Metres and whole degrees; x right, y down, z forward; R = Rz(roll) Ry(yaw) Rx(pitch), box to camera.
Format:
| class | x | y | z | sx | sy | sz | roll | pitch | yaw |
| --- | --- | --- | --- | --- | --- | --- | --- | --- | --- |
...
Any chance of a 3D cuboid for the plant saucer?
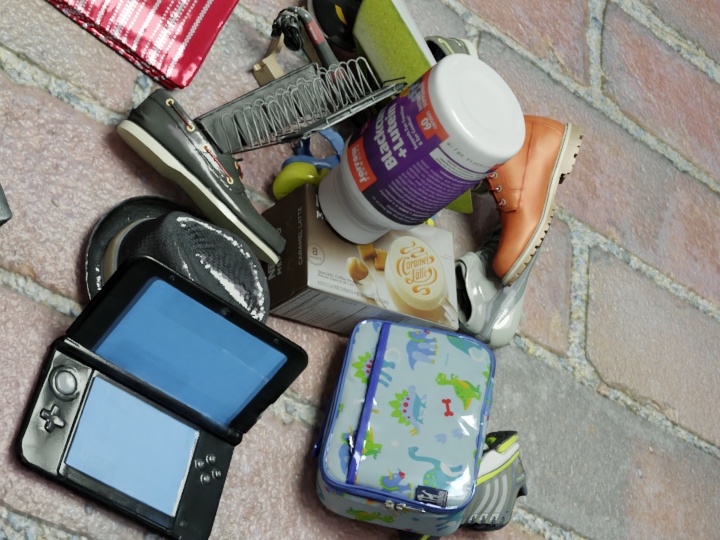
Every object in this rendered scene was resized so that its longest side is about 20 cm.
| class | x | y | z | sx | sy | sz | roll | pitch | yaw |
| --- | --- | --- | --- | --- | --- | --- | --- | --- | --- |
| plant saucer | 0.048 | -0.173 | 1.478 | 0.048 | 0.200 | 0.200 | -25 | 62 | -5 |

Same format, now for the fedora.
| class | x | y | z | sx | sy | sz | roll | pitch | yaw |
| --- | --- | --- | --- | --- | --- | --- | --- | --- | --- |
| fedora | -0.150 | 0.011 | 1.280 | 0.200 | 0.091 | 0.202 | 19 | 60 | -36 |

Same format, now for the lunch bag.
| class | x | y | z | sx | sy | sz | roll | pitch | yaw |
| --- | --- | --- | --- | --- | --- | --- | --- | --- | --- |
| lunch bag | 0.043 | 0.151 | 1.367 | 0.160 | 0.083 | 0.201 | 14 | 56 | 4 |

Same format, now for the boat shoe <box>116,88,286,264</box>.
| class | x | y | z | sx | sy | sz | roll | pitch | yaw |
| --- | --- | --- | --- | --- | --- | --- | --- | --- | --- |
| boat shoe | -0.140 | -0.088 | 1.337 | 0.201 | 0.074 | 0.063 | 45 | 73 | -12 |

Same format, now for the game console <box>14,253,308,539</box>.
| class | x | y | z | sx | sy | sz | roll | pitch | yaw |
| --- | --- | --- | --- | --- | --- | --- | --- | --- | --- |
| game console | -0.167 | 0.117 | 1.204 | 0.200 | 0.116 | 0.177 | 33 | 53 | -27 |

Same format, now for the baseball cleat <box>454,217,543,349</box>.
| class | x | y | z | sx | sy | sz | roll | pitch | yaw |
| --- | --- | --- | --- | --- | --- | --- | --- | --- | --- |
| baseball cleat | 0.152 | -0.014 | 1.581 | 0.106 | 0.070 | 0.201 | 31 | 53 | -29 |

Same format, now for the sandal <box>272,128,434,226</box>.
| class | x | y | z | sx | sy | sz | roll | pitch | yaw |
| --- | --- | --- | --- | --- | --- | --- | --- | --- | --- |
| sandal | 0.000 | -0.092 | 1.475 | 0.199 | 0.079 | 0.087 | 25 | 53 | -34 |

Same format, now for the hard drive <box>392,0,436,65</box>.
| class | x | y | z | sx | sy | sz | roll | pitch | yaw |
| --- | --- | --- | --- | --- | --- | --- | --- | --- | --- |
| hard drive | 0.074 | -0.193 | 1.533 | 0.027 | 0.132 | 0.201 | -25 | 75 | -5 |

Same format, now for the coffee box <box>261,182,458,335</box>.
| class | x | y | z | sx | sy | sz | roll | pitch | yaw |
| --- | --- | --- | --- | --- | --- | --- | --- | --- | --- |
| coffee box | 0.000 | 0.000 | 1.429 | 0.199 | 0.080 | 0.115 | 18 | 59 | -36 |

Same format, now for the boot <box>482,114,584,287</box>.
| class | x | y | z | sx | sy | sz | roll | pitch | yaw |
| --- | --- | --- | --- | --- | --- | --- | --- | --- | --- |
| boot | 0.167 | -0.083 | 1.547 | 0.107 | 0.075 | 0.201 | 20 | 74 | -1 |

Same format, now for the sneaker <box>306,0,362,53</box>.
| class | x | y | z | sx | sy | sz | roll | pitch | yaw |
| --- | --- | --- | --- | --- | --- | --- | --- | --- | --- |
| sneaker | -0.004 | -0.328 | 1.531 | 0.070 | 0.090 | 0.201 | 27 | 43 | -19 |

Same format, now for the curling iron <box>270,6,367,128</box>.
| class | x | y | z | sx | sy | sz | roll | pitch | yaw |
| --- | --- | --- | --- | --- | --- | --- | --- | --- | --- |
| curling iron | -0.033 | -0.208 | 1.486 | 0.200 | 0.049 | 0.026 | 50 | 55 | -42 |

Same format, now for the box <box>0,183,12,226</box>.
| class | x | y | z | sx | sy | sz | roll | pitch | yaw |
| --- | --- | --- | --- | --- | --- | --- | --- | --- | --- |
| box | -0.400 | -0.089 | 1.128 | 0.199 | 0.051 | 0.158 | -18 | 85 | -44 |

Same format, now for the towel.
| class | x | y | z | sx | sy | sz | roll | pitch | yaw |
| --- | --- | --- | --- | --- | --- | --- | --- | --- | --- |
| towel | -0.215 | -0.286 | 1.352 | 0.200 | 0.022 | 0.145 | 35 | 83 | -26 |

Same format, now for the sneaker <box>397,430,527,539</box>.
| class | x | y | z | sx | sy | sz | roll | pitch | yaw |
| --- | --- | --- | --- | --- | --- | --- | --- | --- | --- |
| sneaker | 0.115 | 0.241 | 1.439 | 0.200 | 0.074 | 0.081 | -33 | 99 | -43 |

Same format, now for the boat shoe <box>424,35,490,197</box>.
| class | x | y | z | sx | sy | sz | roll | pitch | yaw |
| --- | --- | --- | --- | --- | --- | --- | --- | --- | --- |
| boat shoe | 0.112 | -0.180 | 1.615 | 0.060 | 0.072 | 0.203 | 6 | 64 | -41 |

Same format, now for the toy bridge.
| class | x | y | z | sx | sy | sz | roll | pitch | yaw |
| --- | --- | --- | --- | --- | --- | --- | --- | --- | --- |
| toy bridge | -0.054 | -0.254 | 1.528 | 0.200 | 0.027 | 0.067 | -37 | 96 | -44 |

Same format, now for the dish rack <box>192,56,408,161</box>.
| class | x | y | z | sx | sy | sz | roll | pitch | yaw |
| --- | --- | --- | --- | --- | --- | --- | --- | --- | --- |
| dish rack | -0.055 | -0.160 | 1.356 | 0.153 | 0.200 | 0.055 | -32 | 106 | -29 |

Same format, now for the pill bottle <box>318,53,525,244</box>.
| class | x | y | z | sx | sy | sz | roll | pitch | yaw |
| --- | --- | --- | --- | --- | --- | --- | --- | --- | --- |
| pill bottle | 0.051 | -0.107 | 1.326 | 0.111 | 0.200 | 0.112 | 25 | 48 | -30 |
